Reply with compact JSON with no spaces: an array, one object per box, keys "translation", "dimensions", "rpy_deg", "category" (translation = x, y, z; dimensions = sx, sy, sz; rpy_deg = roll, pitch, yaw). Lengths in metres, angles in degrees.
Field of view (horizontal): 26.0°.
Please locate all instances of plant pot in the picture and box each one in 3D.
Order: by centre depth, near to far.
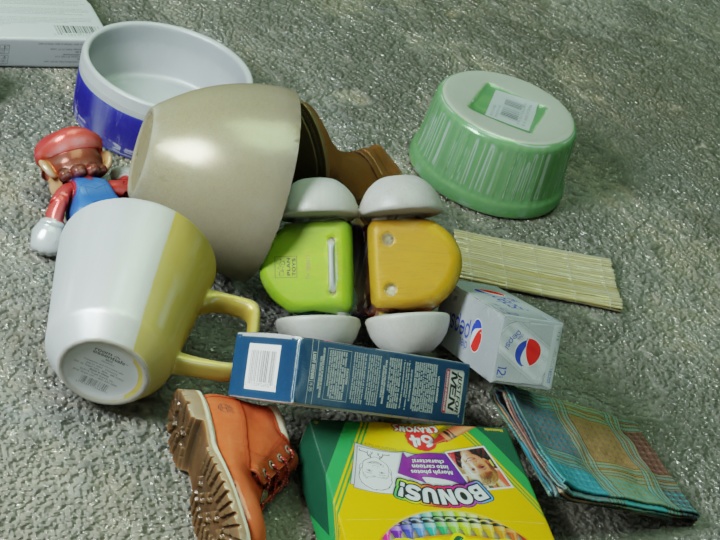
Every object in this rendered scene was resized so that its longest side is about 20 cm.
[{"translation":[-0.156,-0.102,1.560],"dimensions":[0.134,0.201,0.201],"rpy_deg":[14,33,-18],"category":"plant pot"}]

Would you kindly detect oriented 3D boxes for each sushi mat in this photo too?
[{"translation":[0.202,-0.001,1.780],"dimensions":[0.199,0.012,0.096],"rpy_deg":[11,34,-12],"category":"sushi mat"}]

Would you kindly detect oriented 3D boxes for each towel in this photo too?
[{"translation":[0.223,0.173,1.484],"dimensions":[0.200,0.022,0.147],"rpy_deg":[16,30,-37],"category":"towel"}]

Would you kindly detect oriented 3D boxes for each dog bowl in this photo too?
[{"translation":[-0.229,-0.205,1.803],"dimensions":[0.199,0.079,0.200],"rpy_deg":[13,34,-9],"category":"dog bowl"}]

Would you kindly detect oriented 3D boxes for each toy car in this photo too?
[{"translation":[0.000,0.000,1.569],"dimensions":[0.199,0.176,0.150],"rpy_deg":[-2,-6,-1],"category":"toy car"}]

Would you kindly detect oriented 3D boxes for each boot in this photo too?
[{"translation":[-0.094,0.176,1.336],"dimensions":[0.107,0.075,0.200],"rpy_deg":[8,34,-24],"category":"boot"},{"translation":[-0.013,-0.110,1.687],"dimensions":[0.077,0.201,0.155],"rpy_deg":[-12,18,39],"category":"boot"}]

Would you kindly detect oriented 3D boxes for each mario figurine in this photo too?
[{"translation":[-0.277,-0.059,1.600],"dimensions":[0.123,0.106,0.200],"rpy_deg":[34,21,-56],"category":"mario figurine"}]

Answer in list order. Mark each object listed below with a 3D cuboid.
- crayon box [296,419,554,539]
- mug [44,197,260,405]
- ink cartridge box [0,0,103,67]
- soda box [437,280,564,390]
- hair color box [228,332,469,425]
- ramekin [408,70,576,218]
[{"translation":[0.059,0.212,1.360],"dimensions":[0.199,0.058,0.173],"rpy_deg":[5,37,-22],"category":"crayon box"},{"translation":[-0.200,0.036,1.412],"dimensions":[0.186,0.150,0.153],"rpy_deg":[-8,40,15],"category":"mug"},{"translation":[-0.423,-0.309,1.890],"dimensions":[0.199,0.044,0.174],"rpy_deg":[-3,39,-29],"category":"ink cartridge box"},{"translation":[0.132,0.060,1.538],"dimensions":[0.063,0.069,0.200],"rpy_deg":[8,7,-15],"category":"soda box"},{"translation":[-0.008,0.098,1.412],"dimensions":[0.200,0.061,0.100],"rpy_deg":[12,-7,-38],"category":"hair color box"},{"translation":[0.167,-0.160,1.910],"dimensions":[0.199,0.098,0.200],"rpy_deg":[13,34,-9],"category":"ramekin"}]
